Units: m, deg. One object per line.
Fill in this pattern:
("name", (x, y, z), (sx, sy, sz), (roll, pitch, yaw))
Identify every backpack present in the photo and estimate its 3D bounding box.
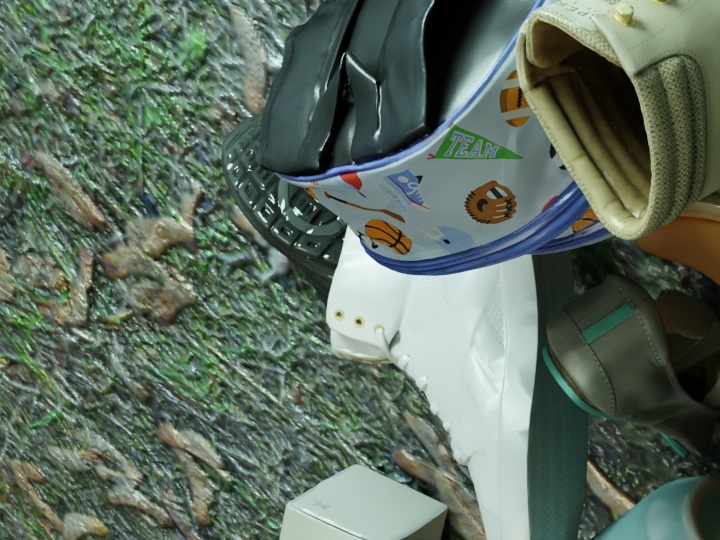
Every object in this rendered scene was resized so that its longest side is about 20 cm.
("backpack", (0.053, -0.088, 1.029), (0.154, 0.191, 0.200), (45, 150, -21))

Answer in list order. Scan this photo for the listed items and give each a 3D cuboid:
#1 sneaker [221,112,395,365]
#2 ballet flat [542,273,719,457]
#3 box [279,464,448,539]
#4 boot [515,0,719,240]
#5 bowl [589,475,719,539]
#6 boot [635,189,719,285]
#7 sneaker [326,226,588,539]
("sneaker", (0.000, 0.000, 1.289), (0.200, 0.076, 0.091), (44, 155, 16))
("ballet flat", (0.140, 0.043, 1.123), (0.068, 0.064, 0.200), (55, -168, 20))
("box", (-0.013, 0.221, 1.436), (0.068, 0.082, 0.201), (23, 116, 25))
("boot", (0.122, -0.125, 0.926), (0.073, 0.155, 0.201), (0, 109, 56))
("bowl", (0.178, 0.171, 1.150), (0.201, 0.200, 0.105), (38, 121, 20))
("boot", (0.190, 0.034, 1.011), (0.199, 0.076, 0.156), (1, 107, 50))
("sneaker", (0.043, 0.051, 1.186), (0.115, 0.074, 0.201), (-8, 76, 25))
